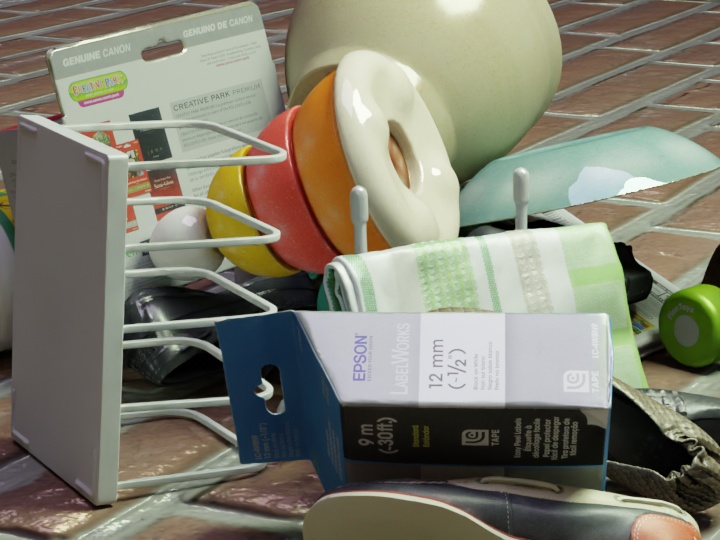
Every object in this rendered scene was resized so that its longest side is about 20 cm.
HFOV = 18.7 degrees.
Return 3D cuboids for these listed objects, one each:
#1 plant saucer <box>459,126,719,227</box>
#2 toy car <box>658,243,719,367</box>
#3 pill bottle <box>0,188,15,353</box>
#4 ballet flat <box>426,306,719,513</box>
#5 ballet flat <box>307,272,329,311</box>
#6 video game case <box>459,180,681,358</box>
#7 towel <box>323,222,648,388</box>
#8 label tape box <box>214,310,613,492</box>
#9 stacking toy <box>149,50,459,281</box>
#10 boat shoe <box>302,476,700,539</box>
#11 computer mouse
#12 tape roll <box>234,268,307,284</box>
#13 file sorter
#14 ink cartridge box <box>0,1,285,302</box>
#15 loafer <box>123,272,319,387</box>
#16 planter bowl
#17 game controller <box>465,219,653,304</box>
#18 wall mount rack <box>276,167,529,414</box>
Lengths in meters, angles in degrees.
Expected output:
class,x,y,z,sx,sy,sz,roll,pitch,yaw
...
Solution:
class,x,y,z,sx,sy,sz,roll,pitch,yaw
plant saucer,0.147,-0.069,1.493,0.200,0.039,0.201,-13,5,1
toy car,0.306,-0.038,1.491,0.157,0.201,0.164,14,20,42
pill bottle,-0.210,-0.011,1.563,0.112,0.114,0.199,14,20,43
ballet flat,0.116,0.077,1.209,0.199,0.068,0.046,29,-7,2
ballet flat,0.000,0.000,1.465,0.072,0.068,0.201,5,51,-19
video game case,0.124,0.002,1.546,0.200,0.023,0.182,37,31,26
towel,0.082,0.050,1.270,0.199,0.150,0.031,-9,-8,-30
label tape box,0.028,0.086,1.128,0.199,0.144,0.066,-1,53,2
stacking toy,-0.048,-0.043,1.404,0.199,0.147,0.146,-21,6,23
boat shoe,0.072,0.133,1.080,0.199,0.072,0.063,7,32,4
computer mouse,0.224,0.104,1.251,0.199,0.059,0.034,5,25,3
tape roll,0.002,-0.017,1.671,0.201,0.071,0.203,0,15,0
file sorter,-0.125,0.017,1.295,0.124,0.201,0.139,-3,14,-29
ink cartridge box,-0.143,-0.079,1.499,0.084,0.177,0.199,-6,9,45
loafer,-0.077,0.046,1.465,0.200,0.068,0.071,-5,49,-44
planter bowl,0.027,-0.133,1.542,0.199,0.201,0.135,7,41,25
game controller,0.133,-0.004,1.453,0.104,0.042,0.200,16,7,17
wall mount rack,0.034,0.027,1.322,0.199,0.174,0.075,-9,54,-31
